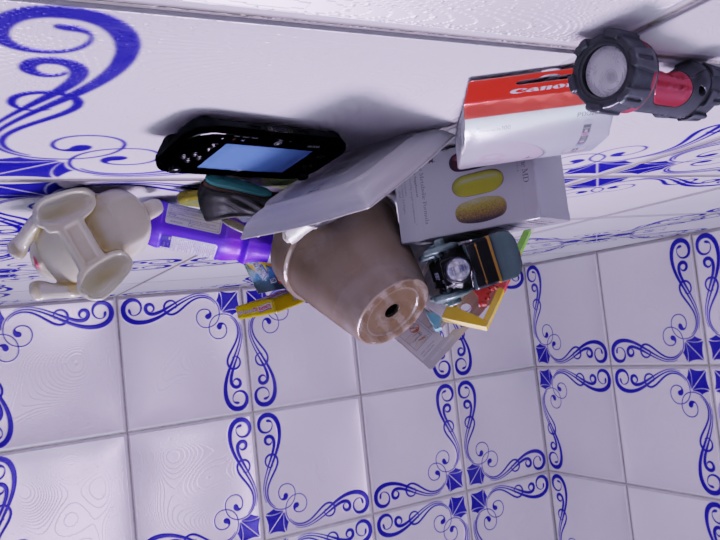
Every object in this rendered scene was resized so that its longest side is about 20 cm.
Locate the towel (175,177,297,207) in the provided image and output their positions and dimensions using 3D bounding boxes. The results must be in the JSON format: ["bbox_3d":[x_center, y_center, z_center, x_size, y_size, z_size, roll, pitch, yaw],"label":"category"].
[{"bbox_3d":[-0.144,-0.112,1.066,0.198,0.023,0.143,-9,174,26],"label":"towel"}]

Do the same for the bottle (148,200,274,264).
[{"bbox_3d":[-0.218,-0.052,1.139,0.197,0.066,0.083,12,166,-14],"label":"bottle"}]

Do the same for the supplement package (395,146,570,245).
[{"bbox_3d":[0.157,-0.103,0.999,0.198,0.116,0.109,-10,175,34],"label":"supplement package"}]

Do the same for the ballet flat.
[{"bbox_3d":[-0.109,-0.076,0.975,0.197,0.069,0.068,9,-157,-6],"label":"ballet flat"}]

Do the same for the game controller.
[{"bbox_3d":[-0.111,-0.125,0.801,0.198,0.043,0.104,-4,175,-42],"label":"game controller"}]

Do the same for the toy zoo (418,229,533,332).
[{"bbox_3d":[0.152,-0.002,1.104,0.130,0.202,0.020,22,167,20],"label":"toy zoo"}]

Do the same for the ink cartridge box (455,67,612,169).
[{"bbox_3d":[0.184,-0.156,0.797,0.160,0.058,0.200,-7,180,3],"label":"ink cartridge box"}]

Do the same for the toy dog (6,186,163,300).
[{"bbox_3d":[-0.378,-0.045,1.029,0.199,0.140,0.194,-14,-152,49],"label":"toy dog"}]

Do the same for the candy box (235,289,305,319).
[{"bbox_3d":[-0.095,0.036,1.235,0.199,0.027,0.102,-20,-177,-44],"label":"candy box"}]

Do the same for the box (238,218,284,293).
[{"bbox_3d":[-0.139,-0.040,1.238,0.038,0.138,0.199,-32,-168,-33],"label":"box"}]

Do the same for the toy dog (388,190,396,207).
[{"bbox_3d":[-0.027,-0.073,1.249,0.197,0.098,0.132,-6,176,-9],"label":"toy dog"}]

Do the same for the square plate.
[{"bbox_3d":[-0.017,-0.103,0.861,0.198,0.029,0.198,-10,-158,40],"label":"square plate"}]

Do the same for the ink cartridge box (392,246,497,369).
[{"bbox_3d":[0.091,0.038,1.153,0.161,0.200,0.050,-47,151,-7],"label":"ink cartridge box"}]

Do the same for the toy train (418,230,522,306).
[{"bbox_3d":[0.141,-0.005,0.996,0.112,0.086,0.200,-16,177,0],"label":"toy train"}]

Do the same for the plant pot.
[{"bbox_3d":[0.000,0.000,1.055,0.198,0.174,0.202,-24,141,-22],"label":"plant pot"}]

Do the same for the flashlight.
[{"bbox_3d":[0.263,-0.168,0.674,0.198,0.069,0.067,-8,-159,-41],"label":"flashlight"}]
